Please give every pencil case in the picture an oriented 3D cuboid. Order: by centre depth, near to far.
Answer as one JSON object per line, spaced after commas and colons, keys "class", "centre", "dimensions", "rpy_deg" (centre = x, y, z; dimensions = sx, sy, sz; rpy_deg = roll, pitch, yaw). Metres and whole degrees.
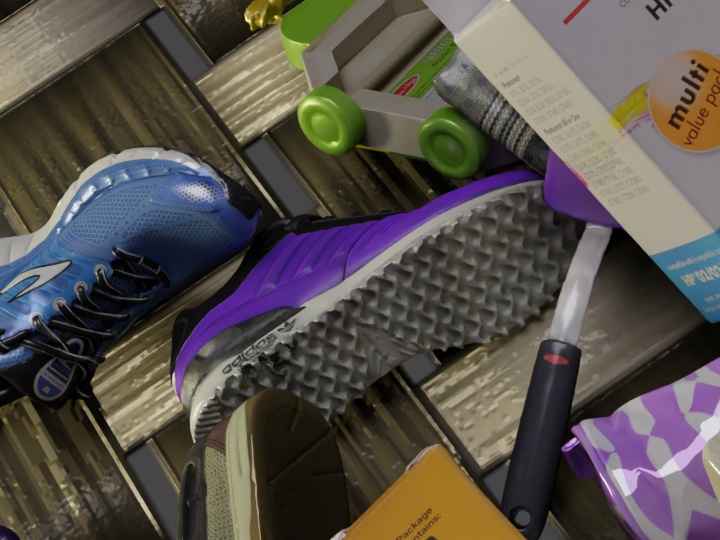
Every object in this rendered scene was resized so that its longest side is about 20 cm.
{"class": "pencil case", "centre": [0.179, 0.045, 0.938], "dimensions": [0.199, 0.084, 0.086], "rpy_deg": [-30, 42, 0]}

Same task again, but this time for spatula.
{"class": "spatula", "centre": [0.087, 0.016, 1.001], "dimensions": [0.056, 0.021, 0.202], "rpy_deg": [13, 81, 17]}

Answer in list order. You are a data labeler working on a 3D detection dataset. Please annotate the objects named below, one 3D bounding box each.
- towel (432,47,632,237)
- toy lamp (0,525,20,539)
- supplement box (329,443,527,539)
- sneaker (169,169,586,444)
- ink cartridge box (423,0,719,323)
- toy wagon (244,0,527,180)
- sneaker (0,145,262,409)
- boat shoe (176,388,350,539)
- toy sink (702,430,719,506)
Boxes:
{"class": "towel", "centre": [0.160, -0.099, 1.054], "dimensions": [0.192, 0.035, 0.200], "rpy_deg": [35, 74, 13]}
{"class": "toy lamp", "centre": [-0.117, 0.180, 0.983], "dimensions": [0.058, 0.058, 0.200], "rpy_deg": [-38, 48, -8]}
{"class": "supplement box", "centre": [0.070, 0.155, 0.908], "dimensions": [0.066, 0.069, 0.200], "rpy_deg": [-43, 50, -2]}
{"class": "sneaker", "centre": [0.000, 0.000, 1.071], "dimensions": [0.199, 0.070, 0.100], "rpy_deg": [-29, 38, -4]}
{"class": "ink cartridge box", "centre": [0.121, -0.093, 0.961], "dimensions": [0.115, 0.200, 0.068], "rpy_deg": [-45, 6, -18]}
{"class": "toy wagon", "centre": [0.035, -0.104, 1.139], "dimensions": [0.199, 0.040, 0.155], "rpy_deg": [12, 42, 35]}
{"class": "sneaker", "centre": [-0.122, 0.017, 1.089], "dimensions": [0.199, 0.078, 0.090], "rpy_deg": [-30, 42, 30]}
{"class": "boat shoe", "centre": [-0.041, 0.149, 0.972], "dimensions": [0.066, 0.071, 0.202], "rpy_deg": [-29, 52, 41]}
{"class": "toy sink", "centre": [0.226, 0.124, 0.821], "dimensions": [0.112, 0.131, 0.200], "rpy_deg": [-34, 46, -6]}
